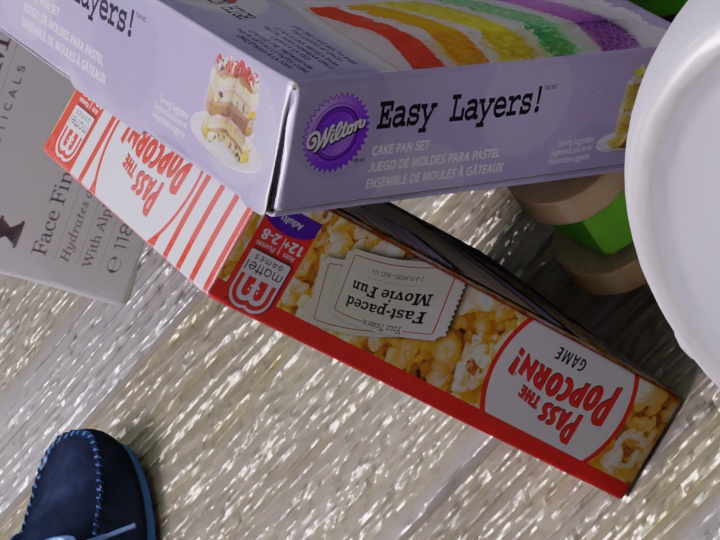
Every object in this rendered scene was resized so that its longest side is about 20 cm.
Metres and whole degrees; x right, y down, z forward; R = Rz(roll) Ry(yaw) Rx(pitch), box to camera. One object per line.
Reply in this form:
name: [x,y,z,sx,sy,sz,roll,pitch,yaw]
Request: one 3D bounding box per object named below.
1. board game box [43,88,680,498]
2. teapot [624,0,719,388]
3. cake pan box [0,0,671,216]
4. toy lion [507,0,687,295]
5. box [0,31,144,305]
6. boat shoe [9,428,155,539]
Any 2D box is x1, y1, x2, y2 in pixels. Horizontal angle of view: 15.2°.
board game box: [0.000,0.000,0.977,0.047,0.199,0.151,-59,34,5]
teapot: [0.183,-0.038,0.812,0.199,0.199,0.146,19,40,25]
cake pan box: [-0.011,-0.085,0.934,0.200,0.183,0.053,35,121,45]
toy lion: [0.079,-0.107,1.053,0.199,0.069,0.192,27,74,43]
box: [-0.167,-0.116,1.206,0.200,0.130,0.200,30,103,53]
boat shoe: [-0.135,0.153,1.169,0.084,0.068,0.201,-32,44,37]
